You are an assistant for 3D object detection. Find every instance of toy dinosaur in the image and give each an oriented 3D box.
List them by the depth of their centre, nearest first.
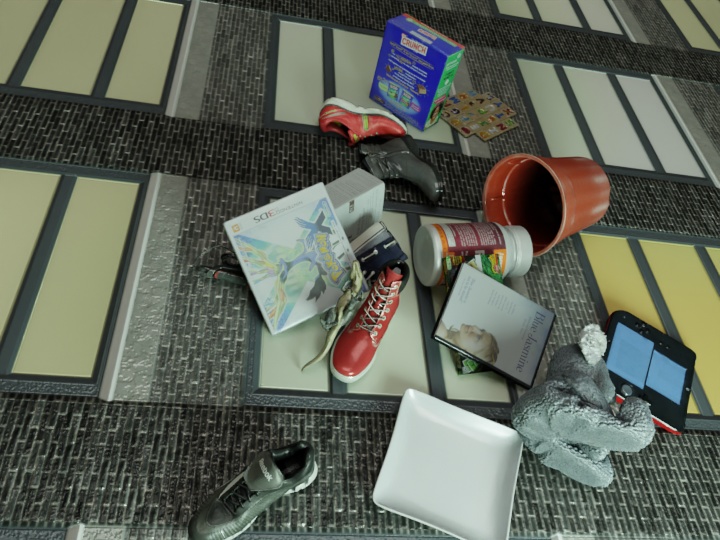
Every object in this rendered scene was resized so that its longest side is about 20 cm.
[{"bbox_3d":[-0.034,0.070,1.031,0.047,0.088,0.201,29,73,1],"label":"toy dinosaur"}]

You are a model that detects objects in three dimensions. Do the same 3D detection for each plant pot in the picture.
[{"bbox_3d":[0.386,-0.144,1.318,0.194,0.201,0.201,-15,55,-36],"label":"plant pot"}]

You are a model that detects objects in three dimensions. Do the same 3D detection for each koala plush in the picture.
[{"bbox_3d":[0.334,0.189,1.017,0.183,0.178,0.201,22,45,4],"label":"koala plush"}]

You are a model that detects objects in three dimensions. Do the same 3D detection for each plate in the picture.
[{"bbox_3d":[0.132,0.294,0.968,0.198,0.032,0.201,22,48,2],"label":"plate"}]

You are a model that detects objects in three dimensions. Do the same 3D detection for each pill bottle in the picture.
[{"bbox_3d":[0.208,-0.032,1.213,0.198,0.115,0.115,-3,51,-17],"label":"pill bottle"}]

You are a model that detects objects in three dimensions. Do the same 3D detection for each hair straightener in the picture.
[{"bbox_3d":[-0.191,0.001,1.136,0.198,0.041,0.077,11,48,0],"label":"hair straightener"}]

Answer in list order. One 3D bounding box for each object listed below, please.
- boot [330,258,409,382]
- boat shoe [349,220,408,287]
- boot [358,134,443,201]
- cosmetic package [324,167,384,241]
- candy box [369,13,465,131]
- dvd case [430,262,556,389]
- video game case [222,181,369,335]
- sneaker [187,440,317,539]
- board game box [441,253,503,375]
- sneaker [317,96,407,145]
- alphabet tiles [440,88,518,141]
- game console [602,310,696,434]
[{"bbox_3d":[0.017,0.073,1.053,0.072,0.145,0.200,27,50,7],"label":"boot"},{"bbox_3d":[0.000,0.000,1.163,0.200,0.075,0.093,-41,85,-26],"label":"boat shoe"},{"bbox_3d":[0.078,-0.201,1.367,0.131,0.070,0.201,-16,48,-19],"label":"boot"},{"bbox_3d":[-0.048,-0.100,1.207,0.074,0.102,0.200,33,50,28],"label":"cosmetic package"},{"bbox_3d":[0.123,-0.449,1.490,0.169,0.201,0.077,37,51,17],"label":"candy box"},{"bbox_3d":[0.227,0.094,1.105,0.199,0.018,0.144,28,71,-11],"label":"dvd case"},{"bbox_3d":[-0.105,-0.021,1.086,0.181,0.022,0.201,-24,92,-13],"label":"video game case"},{"bbox_3d":[-0.138,0.284,0.865,0.199,0.091,0.067,-25,59,-31],"label":"sneaker"},{"bbox_3d":[0.203,0.073,1.123,0.104,0.023,0.202,-4,80,-20],"label":"board game box"},{"bbox_3d":[0.002,-0.309,1.439,0.198,0.077,0.086,14,68,-2],"label":"sneaker"},{"bbox_3d":[0.288,-0.385,1.609,0.199,0.006,0.166,-29,63,-33],"label":"alphabet tiles"},{"bbox_3d":[0.511,0.174,1.175,0.176,0.031,0.200,28,50,10],"label":"game console"}]
